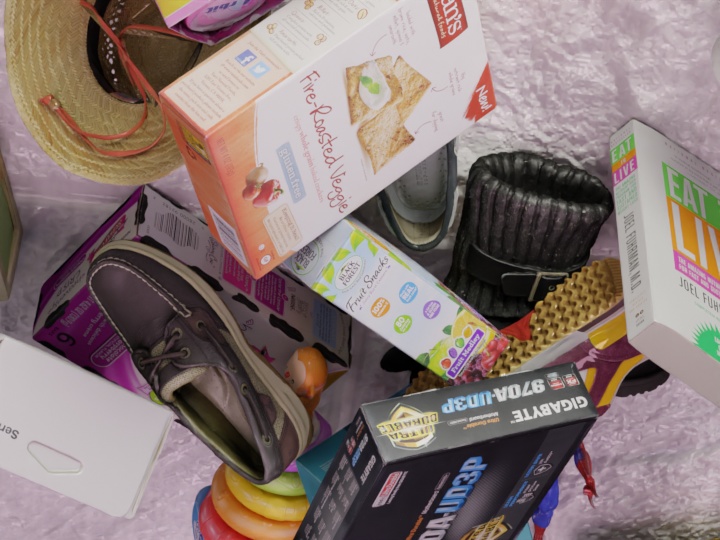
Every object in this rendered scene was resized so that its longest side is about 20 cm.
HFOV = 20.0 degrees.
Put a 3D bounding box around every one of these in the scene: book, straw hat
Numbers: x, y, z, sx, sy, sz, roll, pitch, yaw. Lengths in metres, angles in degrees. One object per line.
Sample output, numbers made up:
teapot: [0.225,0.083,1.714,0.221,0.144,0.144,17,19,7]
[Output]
book: [0.224,0.003,1.369,0.133,0.201,0.048,33,126,-26]
straw hat: [-0.130,-0.151,1.308,0.199,0.203,0.085,-19,170,18]

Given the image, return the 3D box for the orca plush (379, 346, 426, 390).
orca plush: [0.050,0.115,1.561,0.105,0.071,0.200,35,124,-27]

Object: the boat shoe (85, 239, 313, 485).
boat shoe: [-0.116,0.064,1.405,0.201,0.066,0.072,47,120,-6]

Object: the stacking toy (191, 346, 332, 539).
stacking toy: [-0.055,0.137,1.494,0.109,0.117,0.201,0,129,-18]

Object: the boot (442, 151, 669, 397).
boot: [0.154,0.004,1.456,0.209,0.080,0.159,5,117,-26]

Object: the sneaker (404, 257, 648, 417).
sneaker: [0.123,0.079,1.405,0.199,0.075,0.090,-31,119,13]

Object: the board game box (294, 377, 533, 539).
board game box: [0.046,0.184,1.507,0.150,0.047,0.201,-31,127,-20]

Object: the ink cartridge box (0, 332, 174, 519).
ink cartridge box: [-0.240,0.095,1.430,0.145,0.199,0.085,27,83,-31]

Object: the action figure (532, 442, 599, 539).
action figure: [0.141,0.184,1.609,0.065,0.099,0.201,4,130,-4]

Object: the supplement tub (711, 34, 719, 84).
supplement tub: [0.315,-0.178,1.241,0.143,0.145,0.201,18,130,-15]

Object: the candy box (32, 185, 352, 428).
candy box: [-0.123,0.042,1.507,0.199,0.061,0.136,32,126,-25]

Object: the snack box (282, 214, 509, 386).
snack box: [0.000,0.000,1.376,0.142,0.200,0.053,33,93,-27]

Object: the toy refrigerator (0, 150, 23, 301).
toy refrigerator: [-0.283,-0.076,1.396,0.069,0.076,0.201,-4,131,5]

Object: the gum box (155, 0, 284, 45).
gum box: [-0.043,-0.236,1.198,0.199,0.114,0.066,-30,166,18]

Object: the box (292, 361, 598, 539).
box: [0.052,0.142,1.360,0.158,0.046,0.201,-9,150,-24]

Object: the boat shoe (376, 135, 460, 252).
boat shoe: [0.035,-0.102,1.373,0.075,0.061,0.201,-9,131,9]

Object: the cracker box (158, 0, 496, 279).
cracker box: [-0.015,-0.105,1.247,0.199,0.058,0.134,-37,142,-15]

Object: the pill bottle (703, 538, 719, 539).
pill bottle: [0.276,0.280,1.677,0.198,0.115,0.115,-7,132,7]
